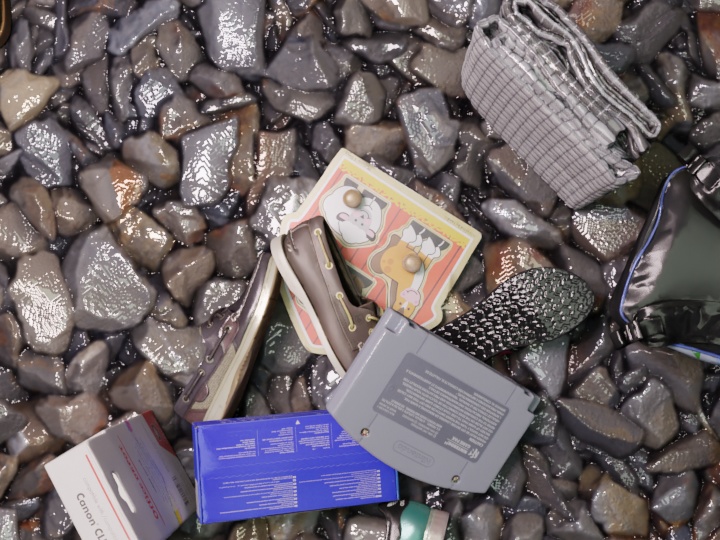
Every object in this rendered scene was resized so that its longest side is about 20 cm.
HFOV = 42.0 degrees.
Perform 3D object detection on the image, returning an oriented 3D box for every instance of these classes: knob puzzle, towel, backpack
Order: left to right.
[{"bbox_3d":[0.000,0.000,0.975,0.219,0.030,0.220,0,88,3],"label":"knob puzzle"},{"bbox_3d":[0.191,-0.163,0.904,0.086,0.166,0.200,-44,86,-5],"label":"towel"},{"bbox_3d":[0.352,0.009,0.895,0.190,0.154,0.200,23,96,12],"label":"backpack"}]

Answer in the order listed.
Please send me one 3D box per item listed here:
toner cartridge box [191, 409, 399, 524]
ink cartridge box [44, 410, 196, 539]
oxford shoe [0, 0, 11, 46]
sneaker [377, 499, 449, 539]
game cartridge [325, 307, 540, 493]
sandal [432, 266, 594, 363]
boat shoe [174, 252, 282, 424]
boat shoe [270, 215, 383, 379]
[{"bbox_3d":[-0.064,0.190,0.935,0.199,0.043,0.095,-2,88,-16],"label":"toner cartridge box"},{"bbox_3d":[-0.227,0.209,0.895,0.067,0.200,0.117,-30,86,2],"label":"ink cartridge box"},{"bbox_3d":[-0.416,-0.340,0.992,0.071,0.071,0.201,-12,86,4],"label":"oxford shoe"},{"bbox_3d":[0.026,0.329,0.946,0.080,0.071,0.201,16,84,8],"label":"sneaker"},{"bbox_3d":[0.069,0.136,0.920,0.200,0.040,0.134,32,90,-24],"label":"game cartridge"},{"bbox_3d":[0.143,0.056,0.964,0.200,0.045,0.075,-28,81,16],"label":"sandal"},{"bbox_3d":[-0.135,0.070,0.959,0.065,0.072,0.200,22,98,2],"label":"boat shoe"},{"bbox_3d":[-0.014,0.042,0.929,0.059,0.072,0.200,-30,91,16],"label":"boat shoe"}]
